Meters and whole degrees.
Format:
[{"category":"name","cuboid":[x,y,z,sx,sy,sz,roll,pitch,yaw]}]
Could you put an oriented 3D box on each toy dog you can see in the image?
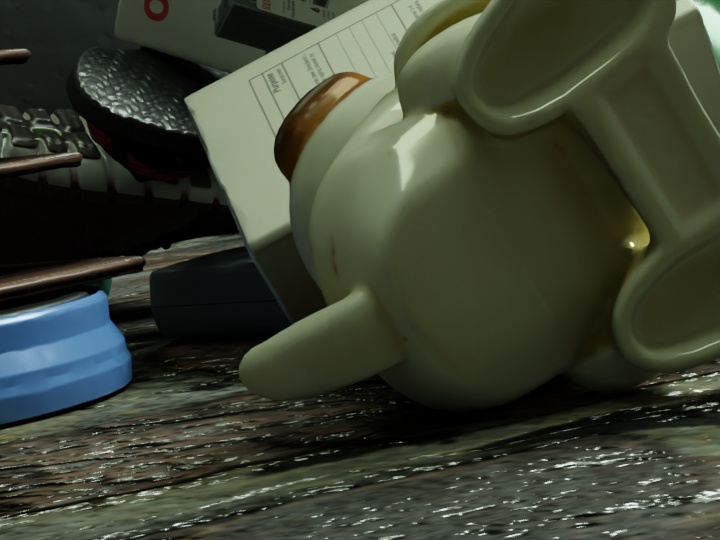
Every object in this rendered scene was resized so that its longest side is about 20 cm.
[{"category":"toy dog","cuboid":[0.041,-0.016,0.769,0.194,0.140,0.200,-45,12,-6]}]

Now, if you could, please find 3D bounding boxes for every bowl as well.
[{"category":"bowl","cuboid":[-0.189,0.037,0.887,0.199,0.040,0.201,-7,5,1]}]

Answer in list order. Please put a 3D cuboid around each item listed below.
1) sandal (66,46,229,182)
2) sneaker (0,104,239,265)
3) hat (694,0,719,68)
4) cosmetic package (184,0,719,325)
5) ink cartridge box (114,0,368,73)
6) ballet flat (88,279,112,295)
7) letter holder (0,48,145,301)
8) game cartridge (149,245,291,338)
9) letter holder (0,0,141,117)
[{"category":"sandal","cuboid":[-0.091,-0.068,1.034,0.075,0.045,0.200,32,10,0]},{"category":"sneaker","cuboid":[-0.142,-0.013,1.072,0.199,0.116,0.076,8,21,-21]},{"category":"hat","cuboid":[0.147,-0.118,0.991,0.164,0.177,0.200,-2,12,-21]},{"category":"cosmetic package","cuboid":[0.039,-0.064,0.927,0.199,0.071,0.106,-27,46,2]},{"category":"ink cartridge box","cuboid":[0.001,-0.154,1.031,0.199,0.145,0.084,18,25,10]},{"category":"ballet flat","cuboid":[-0.168,-0.004,1.193,0.070,0.068,0.200,-10,12,-17]},{"category":"letter holder","cuboid":[-0.195,-0.031,0.877,0.141,0.101,0.199,-1,8,38]},{"category":"game cartridge","cuboid":[0.000,0.000,1.069,0.132,0.042,0.199,-9,3,36]},{"category":"letter holder","cuboid":[-0.141,-0.091,1.194,0.199,0.101,0.142,2,-21,-27]}]
